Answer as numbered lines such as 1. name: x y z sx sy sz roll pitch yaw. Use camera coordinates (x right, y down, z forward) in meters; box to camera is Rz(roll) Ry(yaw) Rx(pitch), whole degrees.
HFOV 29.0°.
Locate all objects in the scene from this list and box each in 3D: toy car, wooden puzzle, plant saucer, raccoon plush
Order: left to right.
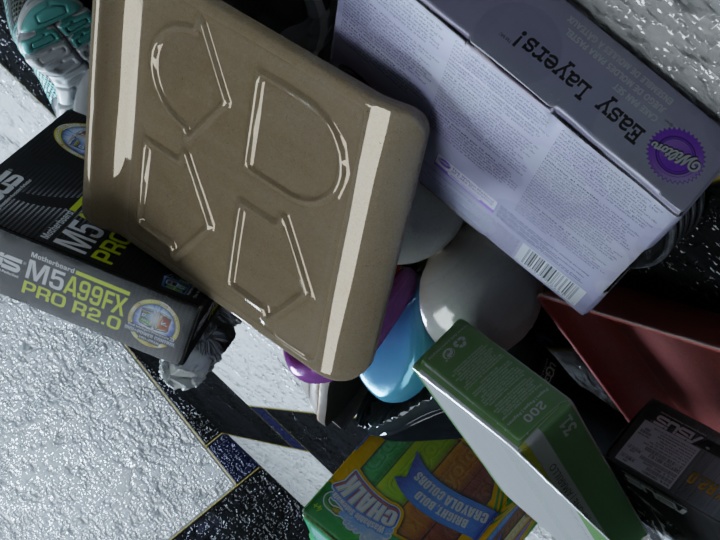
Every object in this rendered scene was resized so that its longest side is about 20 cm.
1. raccoon plush: -0.139 0.034 1.044 0.097 0.200 0.134 32 133 -2
2. wooden puzzle: -0.059 -0.057 0.753 0.200 0.046 0.185 30 133 20
3. toy car: 0.000 0.000 0.867 0.200 0.150 0.175 50 163 -27
4. plant saucer: 0.216 0.085 0.773 0.200 0.037 0.200 50 164 -28

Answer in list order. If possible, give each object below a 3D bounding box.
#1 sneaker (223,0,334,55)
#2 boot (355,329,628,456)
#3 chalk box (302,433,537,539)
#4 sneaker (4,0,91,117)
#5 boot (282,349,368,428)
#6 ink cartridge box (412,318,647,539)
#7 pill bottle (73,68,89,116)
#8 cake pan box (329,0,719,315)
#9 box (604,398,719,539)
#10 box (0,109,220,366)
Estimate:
1. sneaker: -0.078 -0.115 0.810 0.075 0.115 0.200 41 166 12
2. boot: 0.108 0.120 0.984 0.168 0.076 0.200 41 147 -16
3. chalk box: 0.040 0.204 1.082 0.124 0.200 0.124 34 159 24
4. sneaker: -0.244 -0.183 1.149 0.091 0.078 0.200 54 167 25
5. boot: -0.029 0.068 1.033 0.075 0.074 0.200 40 169 8
6. ink cartridge box: 0.124 0.126 0.775 0.200 0.048 0.146 38 167 47
7. pill bottle: -0.165 -0.097 1.094 0.116 0.116 0.200 42 165 0
8. cake pan box: 0.073 -0.072 0.675 0.200 0.052 0.184 41 167 8
9. box: 0.244 0.168 0.770 0.200 0.048 0.158 29 160 42
10. box: -0.154 -0.028 0.891 0.160 0.044 0.200 23 -155 1
